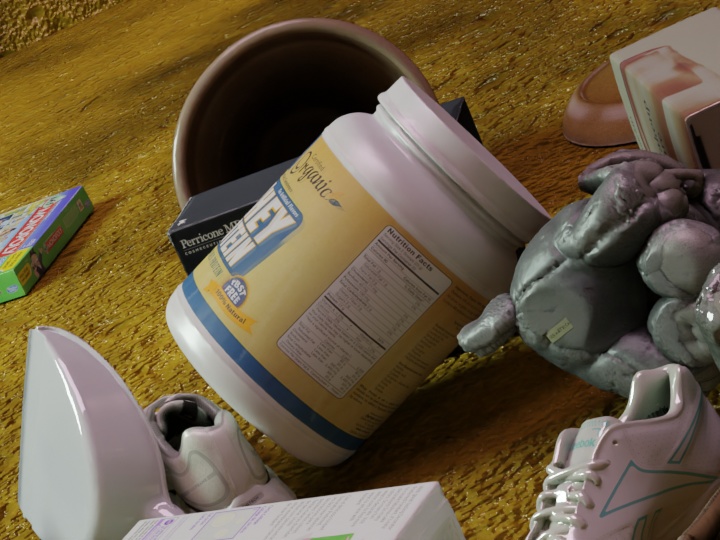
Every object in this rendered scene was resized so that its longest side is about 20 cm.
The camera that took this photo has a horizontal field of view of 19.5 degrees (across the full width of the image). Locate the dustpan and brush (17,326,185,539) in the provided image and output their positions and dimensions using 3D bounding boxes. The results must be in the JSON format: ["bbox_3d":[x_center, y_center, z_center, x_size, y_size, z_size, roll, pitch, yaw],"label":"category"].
[{"bbox_3d":[-0.134,0.131,1.211,0.057,0.140,0.200,-7,29,-29],"label":"dustpan and brush"}]

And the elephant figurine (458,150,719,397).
[{"bbox_3d":[0.182,-0.010,1.164,0.155,0.142,0.200,31,33,16],"label":"elephant figurine"}]

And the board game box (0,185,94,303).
[{"bbox_3d":[-0.343,-0.011,1.968,0.134,0.029,0.200,-19,19,19],"label":"board game box"}]

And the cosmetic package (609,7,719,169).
[{"bbox_3d":[0.236,-0.093,1.355,0.087,0.103,0.200,-23,17,1],"label":"cosmetic package"}]

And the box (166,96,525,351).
[{"bbox_3d":[-0.002,-0.008,1.353,0.200,0.141,0.079,-19,19,14],"label":"box"}]

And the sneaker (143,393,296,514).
[{"bbox_3d":[-0.108,0.108,1.264,0.075,0.081,0.200,-34,19,-23],"label":"sneaker"}]

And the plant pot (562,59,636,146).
[{"bbox_3d":[0.247,-0.155,1.629,0.200,0.028,0.200,-22,18,7],"label":"plant pot"}]

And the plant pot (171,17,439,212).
[{"bbox_3d":[-0.036,-0.079,1.571,0.200,0.200,0.175,-25,-1,-1],"label":"plant pot"}]

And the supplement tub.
[{"bbox_3d":[0.000,0.000,1.228,0.200,0.145,0.145,-47,17,7],"label":"supplement tub"}]

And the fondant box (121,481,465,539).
[{"bbox_3d":[-0.061,0.177,1.048,0.200,0.058,0.144,-13,22,34],"label":"fondant box"}]

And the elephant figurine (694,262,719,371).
[{"bbox_3d":[0.263,0.033,0.949,0.200,0.155,0.142,22,81,32],"label":"elephant figurine"}]

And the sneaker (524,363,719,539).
[{"bbox_3d":[0.105,0.117,0.974,0.070,0.080,0.200,-3,29,45],"label":"sneaker"}]

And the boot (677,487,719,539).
[{"bbox_3d":[0.150,0.158,0.676,0.072,0.155,0.200,-16,20,24],"label":"boot"}]
